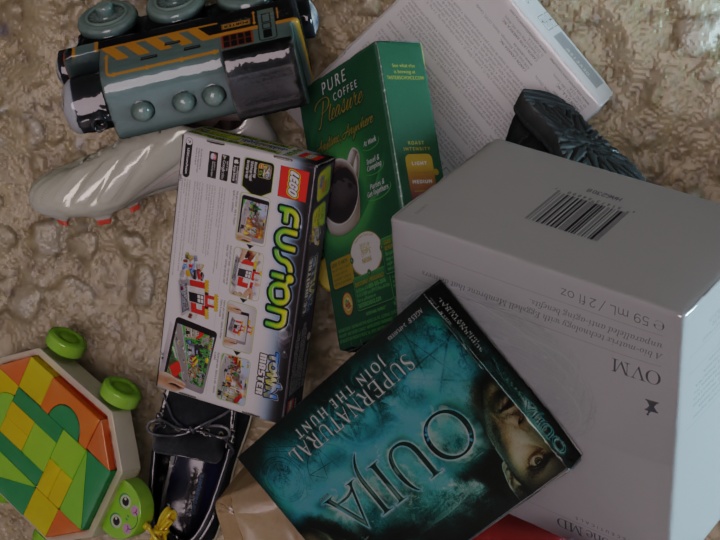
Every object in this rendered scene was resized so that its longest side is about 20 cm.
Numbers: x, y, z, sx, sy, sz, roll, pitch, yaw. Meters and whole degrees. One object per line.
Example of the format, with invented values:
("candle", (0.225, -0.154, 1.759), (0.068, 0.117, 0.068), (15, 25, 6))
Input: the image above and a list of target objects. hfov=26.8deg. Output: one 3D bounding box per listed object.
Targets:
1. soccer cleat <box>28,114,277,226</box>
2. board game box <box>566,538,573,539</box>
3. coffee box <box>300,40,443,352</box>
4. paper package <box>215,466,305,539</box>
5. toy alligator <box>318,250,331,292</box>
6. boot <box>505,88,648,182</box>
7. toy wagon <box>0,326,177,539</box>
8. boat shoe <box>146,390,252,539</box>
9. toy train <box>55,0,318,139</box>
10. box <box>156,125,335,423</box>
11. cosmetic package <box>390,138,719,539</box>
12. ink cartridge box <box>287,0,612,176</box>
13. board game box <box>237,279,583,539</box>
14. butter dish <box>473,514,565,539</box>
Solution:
("soccer cleat", (-0.163, -0.089, 1.161), (0.199, 0.069, 0.078), (-11, 122, 5))
("board game box", (0.094, 0.237, 0.963), (0.199, 0.039, 0.158), (-20, 116, 18))
("coffee box", (0.014, -0.051, 1.075), (0.044, 0.123, 0.201), (-5, 80, -30))
("paper package", (-0.015, 0.211, 1.112), (0.103, 0.200, 0.191), (-17, 95, 12))
("toy alligator", (0.000, 0.000, 1.153), (0.054, 0.059, 0.201), (-28, 92, 12))
("boot", (0.118, -0.003, 1.063), (0.065, 0.165, 0.201), (13, 118, -22))
("toy wagon", (-0.225, 0.148, 1.190), (0.200, 0.040, 0.156), (37, 111, 27))
("boat shoe", (-0.129, 0.130, 1.192), (0.074, 0.062, 0.201), (11, 98, 10))
("toy train", (-0.126, -0.153, 1.103), (0.199, 0.114, 0.085), (-11, 130, 0))
("box", (-0.087, 0.004, 1.112), (0.110, 0.035, 0.201), (15, 109, 19))
("cosmetic package", (0.134, 0.053, 0.940), (0.199, 0.123, 0.201), (20, 131, 33))
("ink cartridge box", (0.065, -0.129, 1.143), (0.200, 0.050, 0.161), (-40, 90, 30))
("board game box", (0.026, 0.115, 0.937), (0.135, 0.028, 0.200), (50, 126, 4))
("butter dish", (0.128, 0.252, 1.087), (0.147, 0.200, 0.200), (2, 92, 10))
